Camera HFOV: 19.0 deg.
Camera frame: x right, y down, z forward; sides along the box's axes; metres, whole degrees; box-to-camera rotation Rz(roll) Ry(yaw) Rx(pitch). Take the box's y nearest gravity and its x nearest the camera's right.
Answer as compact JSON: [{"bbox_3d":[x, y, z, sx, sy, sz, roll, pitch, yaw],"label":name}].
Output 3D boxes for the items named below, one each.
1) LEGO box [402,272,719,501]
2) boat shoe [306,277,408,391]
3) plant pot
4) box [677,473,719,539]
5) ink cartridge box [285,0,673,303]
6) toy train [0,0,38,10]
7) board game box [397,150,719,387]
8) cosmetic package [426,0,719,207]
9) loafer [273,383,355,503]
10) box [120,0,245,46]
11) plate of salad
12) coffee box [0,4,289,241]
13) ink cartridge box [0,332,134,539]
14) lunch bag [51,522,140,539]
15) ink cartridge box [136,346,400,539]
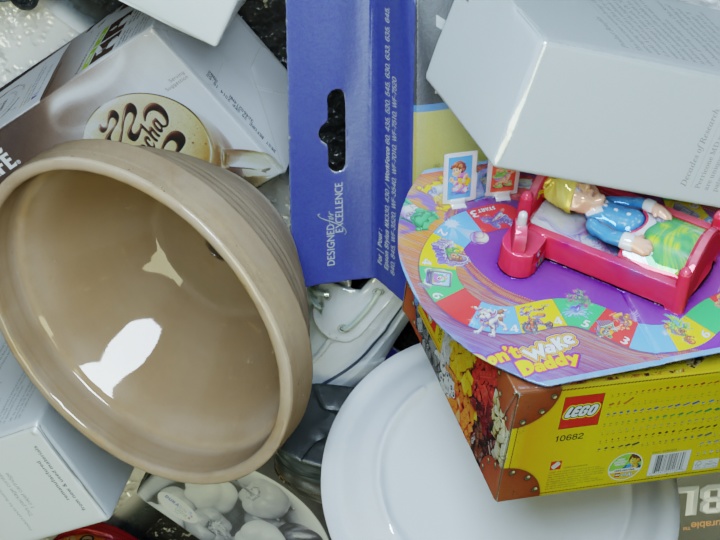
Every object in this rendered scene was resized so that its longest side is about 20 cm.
[{"bbox_3d":[0.141,0.031,1.111,0.200,0.149,0.077,-6,131,-18],"label":"LEGO box"},{"bbox_3d":[0.000,0.000,1.242,0.067,0.074,0.200,23,122,-36],"label":"boat shoe"},{"bbox_3d":[-0.098,0.008,1.152,0.201,0.093,0.201,20,130,25],"label":"plant pot"},{"bbox_3d":[0.155,0.115,1.278,0.200,0.050,0.199,-5,109,19],"label":"box"},{"bbox_3d":[0.063,-0.077,1.130,0.200,0.047,0.198,-12,127,-16],"label":"ink cartridge box"},{"bbox_3d":[-0.268,-0.164,1.229,0.200,0.034,0.046,-5,122,19],"label":"toy train"},{"bbox_3d":[0.120,-0.022,1.060,0.200,0.158,0.039,-10,136,-15],"label":"board game box"},{"bbox_3d":[0.146,-0.087,1.066,0.200,0.101,0.071,9,117,-25],"label":"cosmetic package"},{"bbox_3d":[0.045,0.120,1.260,0.200,0.073,0.072,16,148,5],"label":"loafer"},{"bbox_3d":[-0.063,-0.234,1.060,0.097,0.124,0.200,26,128,-3],"label":"box"},{"bbox_3d":[0.076,0.125,1.189,0.200,0.200,0.048,17,148,3],"label":"plate of salad"},{"bbox_3d":[-0.142,-0.072,1.230,0.200,0.080,0.113,-28,116,31],"label":"coffee box"},{"bbox_3d":[-0.233,0.105,1.347,0.200,0.145,0.084,-18,119,27],"label":"ink cartridge box"},{"bbox_3d":[-0.172,0.281,1.500,0.176,0.082,0.200,32,127,-9],"label":"lunch bag"},{"bbox_3d":[-0.008,0.137,1.371,0.198,0.043,0.200,37,125,-12],"label":"ink cartridge box"}]
